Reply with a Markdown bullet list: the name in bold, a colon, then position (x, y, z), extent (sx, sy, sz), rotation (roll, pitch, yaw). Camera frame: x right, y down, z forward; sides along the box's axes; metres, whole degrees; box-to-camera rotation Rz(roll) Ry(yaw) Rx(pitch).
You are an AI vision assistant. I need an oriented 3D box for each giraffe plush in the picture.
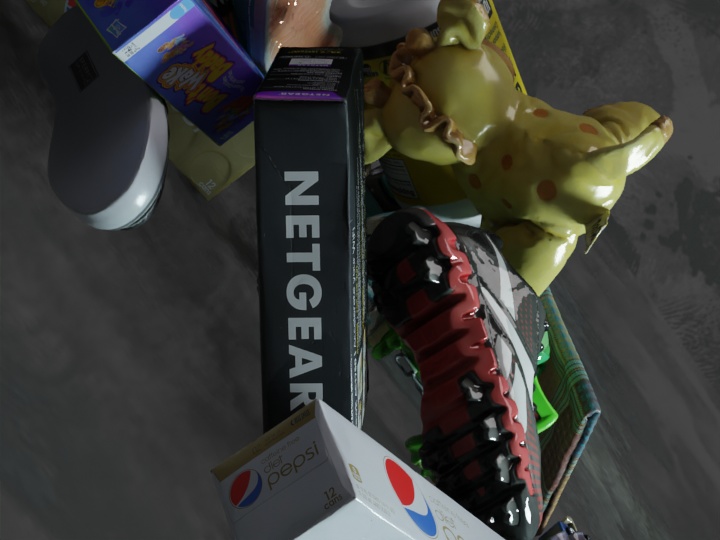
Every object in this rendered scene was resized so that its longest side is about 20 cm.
- **giraffe plush**: position (0.079, -0.079, 1.147), extent (0.162, 0.173, 0.200), rotation (39, 0, 0)

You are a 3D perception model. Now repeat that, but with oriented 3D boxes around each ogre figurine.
- **ogre figurine**: position (0.060, 0.074, 1.206), extent (0.120, 0.098, 0.200), rotation (52, -19, -4)

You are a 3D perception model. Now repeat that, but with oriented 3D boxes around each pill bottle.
- **pill bottle**: position (0.058, -0.108, 1.267), extent (0.113, 0.111, 0.201), rotation (-101, 168, -63)

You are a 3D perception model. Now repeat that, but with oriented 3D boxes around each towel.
- **towel**: position (0.118, 0.075, 1.384), extent (0.021, 0.147, 0.201), rotation (0, 45, -19)

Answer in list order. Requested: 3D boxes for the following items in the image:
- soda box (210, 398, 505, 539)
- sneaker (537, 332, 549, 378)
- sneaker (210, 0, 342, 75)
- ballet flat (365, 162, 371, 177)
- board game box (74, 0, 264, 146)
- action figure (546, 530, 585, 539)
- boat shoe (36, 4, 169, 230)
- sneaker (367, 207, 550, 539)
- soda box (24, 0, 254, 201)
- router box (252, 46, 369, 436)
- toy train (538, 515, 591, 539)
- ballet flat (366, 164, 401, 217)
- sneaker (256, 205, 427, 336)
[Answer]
- **soda box**: position (0.013, 0.141, 0.928), extent (0.200, 0.068, 0.064), rotation (41, 19, -48)
- **sneaker**: position (0.084, 0.056, 1.333), extent (0.200, 0.073, 0.084), rotation (131, -60, -75)
- **sneaker**: position (-0.061, -0.157, 1.096), extent (0.080, 0.072, 0.200), rotation (36, -7, 7)
- **ballet flat**: position (-0.067, -0.116, 1.233), extent (0.200, 0.068, 0.072), rotation (38, 0, -22)
- **board game box**: position (-0.117, -0.150, 0.963), extent (0.135, 0.045, 0.200), rotation (54, 3, 13)
- **action figure**: position (0.185, 0.259, 1.218), extent (0.130, 0.070, 0.200), rotation (-2, 45, -52)
- **boat shoe**: position (-0.126, -0.077, 0.987), extent (0.057, 0.068, 0.201), rotation (46, 13, -35)
- **sneaker**: position (0.072, 0.059, 1.062), extent (0.097, 0.071, 0.202), rotation (-3, 70, -45)
- **soda box**: position (-0.131, -0.142, 1.135), extent (0.200, 0.067, 0.064), rotation (49, 13, -25)
- **router box**: position (-0.024, -0.007, 0.979), extent (0.149, 0.050, 0.202), rotation (-80, 169, -74)
- **toy train**: position (0.165, 0.250, 1.312), extent (0.046, 0.034, 0.201), rotation (30, 26, -35)
- **ballet flat**: position (0.004, -0.038, 1.340), extent (0.199, 0.072, 0.072), rotation (-15, 65, -41)
- **sneaker**: position (0.000, 0.000, 1.180), extent (0.078, 0.086, 0.200), rotation (55, 22, -7)
